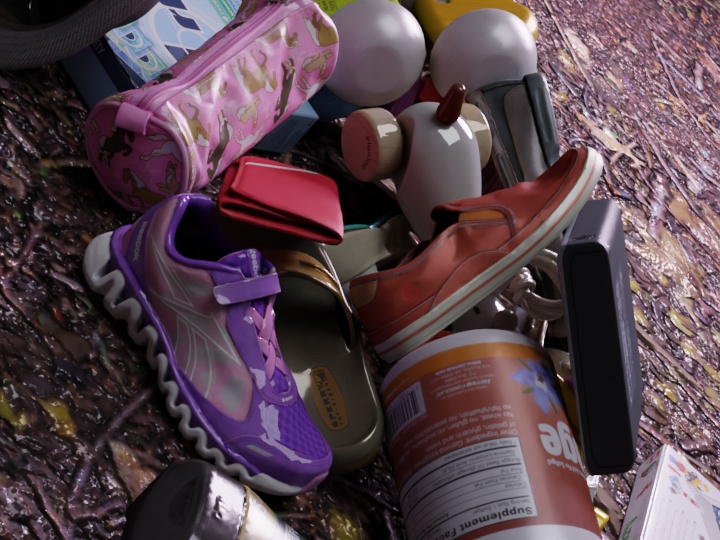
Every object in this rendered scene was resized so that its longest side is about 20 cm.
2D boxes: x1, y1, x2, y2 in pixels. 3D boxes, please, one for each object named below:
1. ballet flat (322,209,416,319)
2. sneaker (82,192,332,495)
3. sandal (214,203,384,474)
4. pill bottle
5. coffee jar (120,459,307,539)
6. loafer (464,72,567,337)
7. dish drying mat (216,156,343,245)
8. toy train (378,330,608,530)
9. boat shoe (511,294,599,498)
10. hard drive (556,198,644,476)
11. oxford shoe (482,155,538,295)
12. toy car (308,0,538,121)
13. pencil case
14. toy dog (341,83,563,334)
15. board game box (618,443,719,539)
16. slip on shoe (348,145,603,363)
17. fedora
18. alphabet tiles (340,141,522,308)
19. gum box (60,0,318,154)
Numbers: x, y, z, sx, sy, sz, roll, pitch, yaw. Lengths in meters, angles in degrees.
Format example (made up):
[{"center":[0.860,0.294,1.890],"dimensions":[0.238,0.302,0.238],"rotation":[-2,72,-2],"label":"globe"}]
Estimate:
[{"center":[0.000,0.000,1.302],"dimensions":[0.070,0.069,0.200],"rotation":[49,25,10],"label":"ballet flat"},{"center":[-0.076,0.035,1.099],"dimensions":[0.200,0.088,0.080],"rotation":[53,25,16],"label":"sneaker"},{"center":[-0.041,0.030,1.162],"dimensions":[0.054,0.080,0.201],"rotation":[89,-21,-59],"label":"sandal"},{"center":[0.082,0.145,1.122],"dimensions":[0.112,0.112,0.201],"rotation":[21,45,-41],"label":"pill bottle"},{"center":[-0.034,0.182,0.938],"dimensions":[0.200,0.085,0.104],"rotation":[36,26,-16],"label":"coffee jar"},{"center":[0.119,-0.044,1.380],"dimensions":[0.072,0.063,0.201],"rotation":[83,-1,-72],"label":"loafer"},{"center":[-0.048,-0.047,1.184],"dimensions":[0.076,0.018,0.200],"rotation":[16,9,-4],"label":"dish drying mat"},{"center":[0.084,0.121,1.258],"dimensions":[0.149,0.056,0.201],"rotation":[5,49,-15],"label":"toy train"},{"center":[0.139,0.086,1.365],"dimensions":[0.075,0.068,0.200],"rotation":[29,29,-29],"label":"boat shoe"},{"center":[0.155,0.036,1.215],"dimensions":[0.200,0.033,0.140],"rotation":[-43,125,-76],"label":"hard drive"},{"center":[0.145,-0.031,1.560],"dimensions":[0.075,0.070,0.200],"rotation":[13,40,-57],"label":"oxford shoe"},{"center":[0.035,-0.159,1.489],"dimensions":[0.199,0.151,0.175],"rotation":[3,31,-14],"label":"toy car"},{"center":[-0.094,-0.113,1.238],"dimensions":[0.200,0.083,0.087],"rotation":[-46,116,-45],"label":"pencil case"},{"center":[0.071,-0.042,1.264],"dimensions":[0.132,0.096,0.200],"rotation":[-33,80,-33],"label":"toy dog"},{"center":[0.242,0.215,1.363],"dimensions":[0.126,0.035,0.200],"rotation":[42,25,-2],"label":"board game box"},{"center":[0.075,-0.023,1.190],"dimensions":[0.200,0.074,0.061],"rotation":[-37,92,-20],"label":"slip on shoe"},{"center":[-0.180,-0.211,1.227],"dimensions":[0.177,0.200,0.090],"rotation":[43,6,25],"label":"fedora"},{"center":[0.057,-0.033,1.416],"dimensions":[0.166,0.006,0.200],"rotation":[40,5,-16],"label":"alphabet tiles"},{"center":[-0.142,-0.166,1.359],"dimensions":[0.200,0.045,0.170],"rotation":[4,47,-55],"label":"gum box"}]
